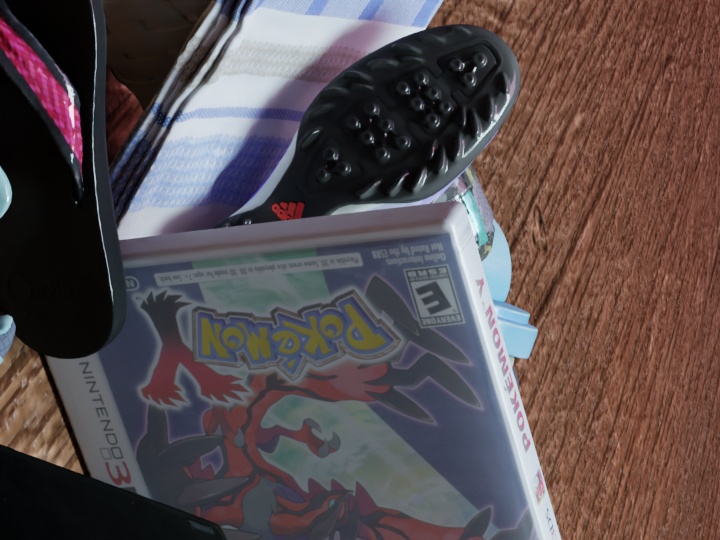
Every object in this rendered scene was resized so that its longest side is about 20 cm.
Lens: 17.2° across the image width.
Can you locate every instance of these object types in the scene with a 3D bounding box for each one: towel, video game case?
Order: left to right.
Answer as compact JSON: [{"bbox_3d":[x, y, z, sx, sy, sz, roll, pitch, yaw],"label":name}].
[{"bbox_3d":[-0.040,-0.061,1.022,0.024,0.201,0.147,44,26,29],"label":"towel"},{"bbox_3d":[-0.028,0.066,0.976,0.023,0.199,0.183,-56,134,-55],"label":"video game case"}]

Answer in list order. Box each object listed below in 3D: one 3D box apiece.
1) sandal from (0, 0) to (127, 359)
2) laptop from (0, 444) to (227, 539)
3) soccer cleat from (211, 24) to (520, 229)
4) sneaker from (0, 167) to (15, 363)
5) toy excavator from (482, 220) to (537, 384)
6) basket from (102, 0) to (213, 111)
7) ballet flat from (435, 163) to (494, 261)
[{"bbox_3d":[-0.134,-0.059,0.926,0.045,0.075,0.201,-29,112,-58],"label":"sandal"},{"bbox_3d":[-0.114,0.182,0.889,0.187,0.116,0.200,28,26,-48],"label":"laptop"},{"bbox_3d":[-0.008,-0.026,1.025,0.068,0.200,0.073,46,4,19],"label":"soccer cleat"},{"bbox_3d":[-0.162,0.035,0.773,0.078,0.086,0.201,54,32,-52],"label":"sneaker"},{"bbox_3d":[0.019,-0.032,1.287,0.201,0.194,0.100,-70,159,1],"label":"toy excavator"},{"bbox_3d":[-0.070,-0.181,1.056,0.176,0.138,0.201,42,41,-61],"label":"basket"},{"bbox_3d":[0.000,0.000,1.127,0.072,0.200,0.072,9,72,-28],"label":"ballet flat"}]
